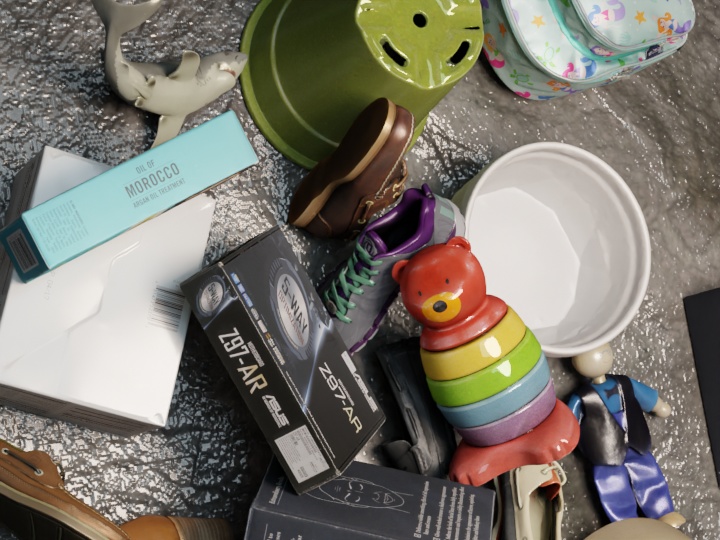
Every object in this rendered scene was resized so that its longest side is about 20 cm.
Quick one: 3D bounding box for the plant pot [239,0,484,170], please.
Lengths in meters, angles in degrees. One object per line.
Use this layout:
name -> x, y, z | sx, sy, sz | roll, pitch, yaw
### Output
plant pot -> 0.017, -0.200, 1.662 | 0.199, 0.190, 0.201 | 5, 79, -25

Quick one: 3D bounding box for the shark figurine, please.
shark figurine -> -0.199, -0.182, 1.611 | 0.089, 0.214, 0.128 | 41, 96, 28

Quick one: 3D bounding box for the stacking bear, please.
stacking bear -> 0.099, 0.069, 1.613 | 0.200, 0.121, 0.114 | 63, 21, -16

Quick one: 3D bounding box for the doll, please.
doll -> 0.249, 0.159, 1.781 | 0.136, 0.048, 0.201 | -22, 93, -27

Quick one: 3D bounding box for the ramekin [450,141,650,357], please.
ramekin -> 0.163, -0.013, 1.742 | 0.200, 0.105, 0.201 | 4, 79, -23

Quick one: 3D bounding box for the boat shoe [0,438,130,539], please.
boat shoe -> -0.268, 0.177, 1.507 | 0.200, 0.072, 0.068 | 28, 50, 0

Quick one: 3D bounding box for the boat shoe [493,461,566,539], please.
boat shoe -> 0.160, 0.208, 1.705 | 0.071, 0.062, 0.201 | 29, 56, -31

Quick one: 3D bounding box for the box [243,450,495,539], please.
box -> 0.005, 0.237, 1.549 | 0.199, 0.148, 0.107 | 13, 106, 3

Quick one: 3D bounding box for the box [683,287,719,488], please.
box -> 0.441, 0.105, 1.849 | 0.182, 0.104, 0.201 | -8, 84, -24

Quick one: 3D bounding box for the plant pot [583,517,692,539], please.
plant pot -> 0.292, 0.337, 1.662 | 0.187, 0.200, 0.188 | -3, 97, -23

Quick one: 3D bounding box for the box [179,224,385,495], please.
box -> -0.062, 0.072, 1.561 | 0.200, 0.043, 0.160 | 61, 19, -3

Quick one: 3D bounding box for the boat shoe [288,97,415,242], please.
boat shoe -> 0.006, -0.085, 1.632 | 0.070, 0.200, 0.071 | 23, 60, -15

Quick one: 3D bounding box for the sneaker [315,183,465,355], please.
sneaker -> 0.000, 0.000, 1.640 | 0.200, 0.088, 0.074 | -46, 60, 3

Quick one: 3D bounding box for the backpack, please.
backpack -> 0.212, -0.262, 1.793 | 0.200, 0.151, 0.178 | -21, 91, -22

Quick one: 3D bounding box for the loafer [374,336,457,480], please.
loafer -> 0.054, 0.161, 1.687 | 0.070, 0.068, 0.201 | -8, 87, -5

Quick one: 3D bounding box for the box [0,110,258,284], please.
box -> -0.185, -0.059, 1.481 | 0.200, 0.082, 0.049 | -29, 94, -26

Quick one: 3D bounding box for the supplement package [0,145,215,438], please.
supplement package -> -0.228, 0.022, 1.552 | 0.155, 0.111, 0.201 | 18, 74, -21

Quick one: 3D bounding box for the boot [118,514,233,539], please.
boot -> -0.175, 0.306, 1.549 | 0.154, 0.074, 0.201 | -3, 70, -26
